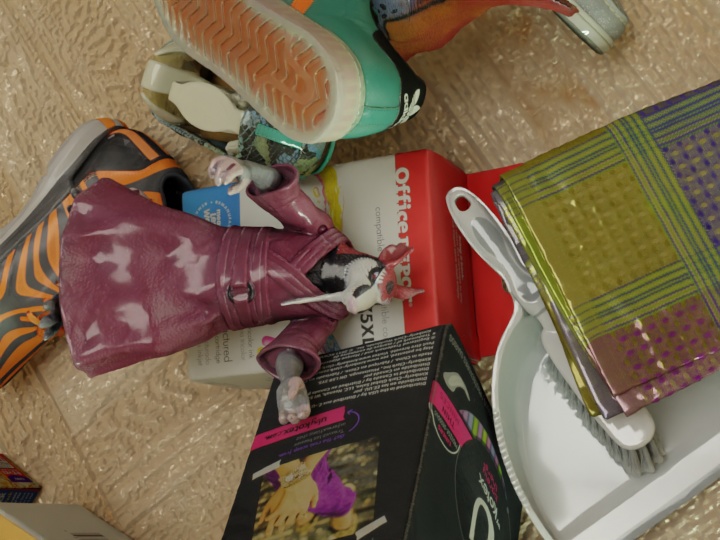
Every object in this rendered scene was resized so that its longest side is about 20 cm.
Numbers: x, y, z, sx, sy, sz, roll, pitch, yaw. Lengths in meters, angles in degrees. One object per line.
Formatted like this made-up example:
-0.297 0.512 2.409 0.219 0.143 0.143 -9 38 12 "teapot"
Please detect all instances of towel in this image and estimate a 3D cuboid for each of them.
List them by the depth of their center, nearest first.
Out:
0.179 -0.024 0.745 0.199 0.023 0.144 -25 71 -3 "towel"

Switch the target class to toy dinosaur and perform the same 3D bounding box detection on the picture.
0.009 -0.139 0.811 0.200 0.105 0.182 64 148 36 "toy dinosaur"

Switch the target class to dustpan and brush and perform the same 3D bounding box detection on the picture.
0.108 0.038 0.765 0.139 0.057 0.200 -36 67 1 "dustpan and brush"

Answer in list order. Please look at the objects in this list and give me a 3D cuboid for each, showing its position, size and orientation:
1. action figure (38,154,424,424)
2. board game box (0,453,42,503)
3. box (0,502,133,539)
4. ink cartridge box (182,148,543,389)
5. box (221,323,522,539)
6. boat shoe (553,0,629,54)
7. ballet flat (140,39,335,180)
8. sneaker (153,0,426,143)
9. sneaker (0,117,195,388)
-0.064 0.011 0.780 0.199 0.149 0.134 1 88 6 "action figure"
-0.301 0.179 0.866 0.046 0.200 0.152 32 94 26 "board game box"
-0.192 0.256 0.859 0.124 0.097 0.201 26 92 26 "box"
0.000 0.000 0.832 0.199 0.067 0.117 -9 77 23 "ink cartridge box"
0.008 0.141 0.720 0.106 0.122 0.200 -14 33 22 "box"
0.107 -0.216 0.819 0.065 0.074 0.202 -30 63 22 "boat shoe"
-0.091 -0.106 0.853 0.200 0.074 0.074 26 92 51 "ballet flat"
-0.043 -0.134 0.778 0.200 0.080 0.071 50 126 32 "sneaker"
-0.176 0.008 0.907 0.112 0.078 0.200 35 96 27 "sneaker"
